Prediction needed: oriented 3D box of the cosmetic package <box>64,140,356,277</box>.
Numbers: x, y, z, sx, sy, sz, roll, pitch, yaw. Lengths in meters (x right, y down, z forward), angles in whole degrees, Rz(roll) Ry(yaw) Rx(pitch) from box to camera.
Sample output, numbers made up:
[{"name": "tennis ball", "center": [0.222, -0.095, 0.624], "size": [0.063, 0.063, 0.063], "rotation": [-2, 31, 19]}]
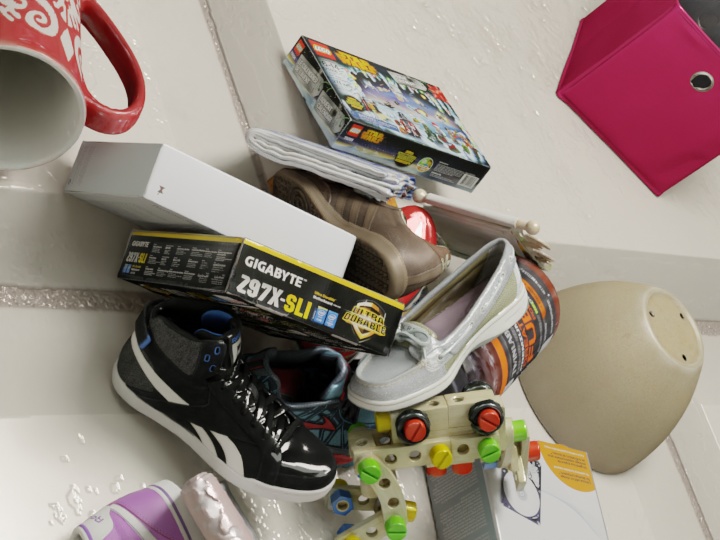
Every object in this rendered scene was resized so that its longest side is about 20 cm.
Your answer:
[{"name": "cosmetic package", "center": [-0.125, -0.047, 1.428], "size": [0.199, 0.150, 0.052], "rotation": [25, 82, -34]}]

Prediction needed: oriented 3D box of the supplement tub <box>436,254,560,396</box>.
[{"name": "supplement tub", "center": [0.100, 0.068, 1.566], "size": [0.107, 0.107, 0.200], "rotation": [52, 38, -2]}]

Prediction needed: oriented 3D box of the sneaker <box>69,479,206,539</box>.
[{"name": "sneaker", "center": [-0.143, 0.262, 1.241], "size": [0.114, 0.073, 0.201], "rotation": [-22, 74, -43]}]

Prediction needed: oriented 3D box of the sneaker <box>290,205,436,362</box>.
[{"name": "sneaker", "center": [0.018, 0.012, 1.529], "size": [0.077, 0.085, 0.200], "rotation": [38, 57, -2]}]

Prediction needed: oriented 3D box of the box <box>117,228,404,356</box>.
[{"name": "box", "center": [-0.083, 0.016, 1.388], "size": [0.159, 0.199, 0.050], "rotation": [24, 80, -31]}]

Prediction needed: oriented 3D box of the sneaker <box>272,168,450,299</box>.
[{"name": "sneaker", "center": [-0.002, -0.032, 1.492], "size": [0.075, 0.071, 0.200], "rotation": [-14, 36, -32]}]

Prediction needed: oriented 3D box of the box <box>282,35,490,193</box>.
[{"name": "box", "center": [0.028, -0.158, 1.747], "size": [0.199, 0.040, 0.137], "rotation": [15, 34, -41]}]

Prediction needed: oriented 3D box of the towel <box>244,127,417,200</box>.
[{"name": "towel", "center": [-0.022, -0.096, 1.566], "size": [0.146, 0.024, 0.200], "rotation": [20, 5, 6]}]

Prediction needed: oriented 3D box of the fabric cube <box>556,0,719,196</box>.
[{"name": "fabric cube", "center": [0.389, -0.255, 2.121], "size": [0.196, 0.199, 0.201], "rotation": [43, 38, -16]}]

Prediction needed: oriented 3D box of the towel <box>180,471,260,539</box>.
[{"name": "towel", "center": [-0.067, 0.240, 1.268], "size": [0.201, 0.032, 0.191], "rotation": [58, -5, 5]}]

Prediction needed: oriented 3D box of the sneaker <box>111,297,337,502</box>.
[{"name": "sneaker", "center": [-0.094, 0.096, 1.334], "size": [0.199, 0.112, 0.073], "rotation": [30, 41, 1]}]

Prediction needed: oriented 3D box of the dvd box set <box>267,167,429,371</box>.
[{"name": "dvd box set", "center": [0.000, 0.000, 1.627], "size": [0.146, 0.029, 0.202], "rotation": [3, 60, -44]}]

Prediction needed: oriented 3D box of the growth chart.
[{"name": "growth chart", "center": [0.119, -0.029, 1.640], "size": [0.144, 0.200, 0.018], "rotation": [18, 79, 13]}]

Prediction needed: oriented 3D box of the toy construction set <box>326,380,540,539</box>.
[{"name": "toy construction set", "center": [0.067, 0.161, 1.443], "size": [0.198, 0.132, 0.092], "rotation": [-13, 26, -20]}]

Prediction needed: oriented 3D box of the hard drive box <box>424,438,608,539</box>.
[{"name": "hard drive box", "center": [0.152, 0.256, 1.554], "size": [0.155, 0.077, 0.202], "rotation": [16, 51, -39]}]

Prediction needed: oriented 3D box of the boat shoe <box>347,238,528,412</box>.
[{"name": "boat shoe", "center": [0.063, 0.047, 1.440], "size": [0.201, 0.074, 0.065], "rotation": [-34, 125, -30]}]

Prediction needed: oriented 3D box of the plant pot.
[{"name": "plant pot", "center": [0.274, 0.090, 1.773], "size": [0.199, 0.134, 0.202], "rotation": [27, 45, -31]}]

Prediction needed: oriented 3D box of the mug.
[{"name": "mug", "center": [-0.275, -0.189, 1.410], "size": [0.177, 0.133, 0.201], "rotation": [44, 29, -42]}]

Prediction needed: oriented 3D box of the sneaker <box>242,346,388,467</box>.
[{"name": "sneaker", "center": [-0.031, 0.111, 1.450], "size": [0.199, 0.095, 0.080], "rotation": [13, 53, -42]}]
